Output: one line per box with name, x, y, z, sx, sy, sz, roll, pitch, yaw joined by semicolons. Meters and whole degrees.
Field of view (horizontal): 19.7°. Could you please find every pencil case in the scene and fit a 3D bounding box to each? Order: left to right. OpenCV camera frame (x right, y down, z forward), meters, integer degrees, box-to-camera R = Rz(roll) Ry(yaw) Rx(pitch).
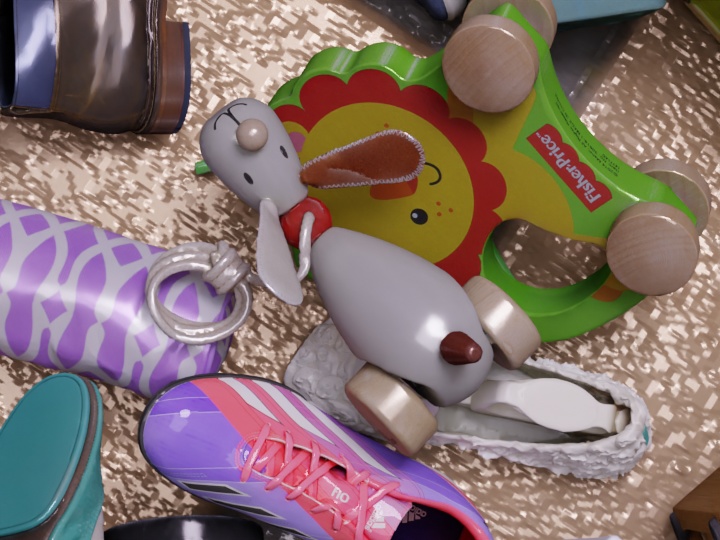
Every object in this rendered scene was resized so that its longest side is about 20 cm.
pencil case;-0.158;0.016;1.076;0.198;0.086;0.084;20;44;1

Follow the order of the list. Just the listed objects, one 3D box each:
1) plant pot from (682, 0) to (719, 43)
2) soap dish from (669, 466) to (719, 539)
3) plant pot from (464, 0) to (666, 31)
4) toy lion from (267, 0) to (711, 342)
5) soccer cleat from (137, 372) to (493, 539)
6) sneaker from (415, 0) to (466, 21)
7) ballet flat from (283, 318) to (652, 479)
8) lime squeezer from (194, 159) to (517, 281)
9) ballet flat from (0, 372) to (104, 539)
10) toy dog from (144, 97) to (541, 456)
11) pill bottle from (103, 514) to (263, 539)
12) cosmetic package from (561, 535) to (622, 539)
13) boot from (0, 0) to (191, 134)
plant pot;0.272;-0.167;1.056;0.181;0.199;0.200;-42;87;1
soap dish;0.218;0.163;1.008;0.081;0.200;0.159;-21;84;-1
plant pot;0.095;-0.227;1.084;0.140;0.141;0.202;-8;93;-3
toy lion;0.050;-0.040;1.059;0.191;0.069;0.200;-36;105;31
soccer cleat;-0.017;0.107;1.032;0.199;0.073;0.069;26;92;-26
sneaker;-0.032;-0.191;1.108;0.084;0.075;0.200;-43;77;-7
ballet flat;0.059;0.061;1.082;0.198;0.072;0.072;11;83;0
lime squeezer;0.014;-0.047;1.115;0.199;0.038;0.071;23;115;1
ballet flat;-0.159;0.145;0.997;0.067;0.071;0.201;-9;45;25
toy dog;0.000;0.000;1.003;0.199;0.096;0.133;27;77;-5
pill bottle;-0.085;0.229;1.026;0.111;0.112;0.202;-3;72;-2
cosmetic package;0.081;0.238;0.993;0.123;0.200;0.199;45;83;4
boot;-0.148;-0.170;1.084;0.096;0.075;0.202;-5;84;-29
